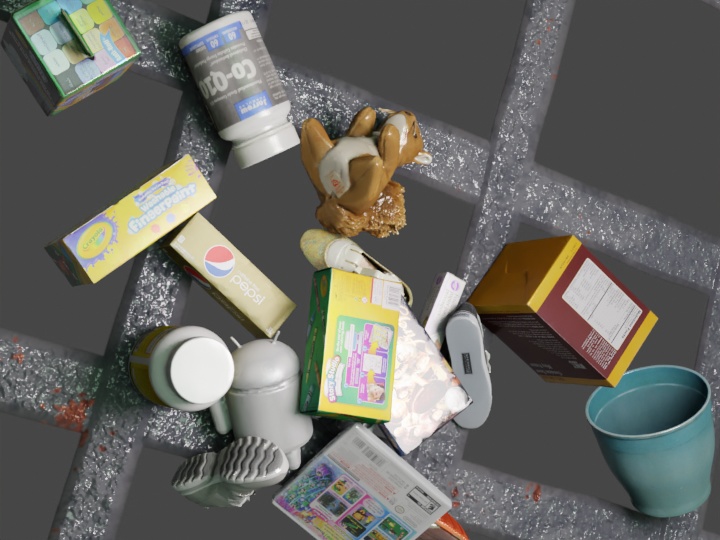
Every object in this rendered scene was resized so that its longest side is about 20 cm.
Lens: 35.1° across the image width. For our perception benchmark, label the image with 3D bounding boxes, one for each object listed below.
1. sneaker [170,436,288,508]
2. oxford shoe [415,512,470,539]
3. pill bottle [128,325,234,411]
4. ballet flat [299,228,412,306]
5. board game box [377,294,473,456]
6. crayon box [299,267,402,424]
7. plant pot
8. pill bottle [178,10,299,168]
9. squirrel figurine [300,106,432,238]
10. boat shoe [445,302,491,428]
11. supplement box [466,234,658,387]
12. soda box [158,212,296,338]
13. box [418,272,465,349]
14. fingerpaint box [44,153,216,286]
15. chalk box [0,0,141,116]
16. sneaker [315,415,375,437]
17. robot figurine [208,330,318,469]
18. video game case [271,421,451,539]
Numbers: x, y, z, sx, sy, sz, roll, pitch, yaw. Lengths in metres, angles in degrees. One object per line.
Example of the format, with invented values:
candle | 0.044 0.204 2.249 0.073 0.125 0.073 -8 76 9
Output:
sneaker | -0.166 0.285 1.567 0.082 0.199 0.075 50 45 -27
oxford shoe | 0.079 0.384 1.732 0.199 0.071 0.073 31 97 -16
pill bottle | -0.237 0.130 1.522 0.112 0.200 0.113 1 88 -23
ballet flat | 0.000 0.000 1.705 0.200 0.071 0.071 38 74 -17
board game box | 0.056 0.150 1.658 0.135 0.035 0.201 -35 92 -20
crayon box | -0.012 0.106 1.581 0.118 0.058 0.202 12 76 -29
plant pot | 0.485 0.286 1.847 0.199 0.200 0.189 -29 114 -22
pill bottle | -0.168 -0.255 1.617 0.113 0.114 0.201 -27 98 -22
squirrel figurine | 0.017 -0.148 1.695 0.186 0.141 0.201 -34 139 -45
boat shoe | 0.167 0.147 1.768 0.073 0.068 0.201 -6 113 17
supplement box | 0.308 0.066 1.765 0.200 0.197 0.133 42 73 -16
soda box | -0.188 0.010 1.621 0.200 0.068 0.064 44 72 -16
box | 0.105 0.101 1.761 0.039 0.041 0.201 27 78 -20
fingerpaint box | -0.309 -0.063 1.518 0.200 0.167 0.074 -38 102 -21
chalk box | -0.376 -0.296 1.480 0.123 0.200 0.125 -35 101 -21
sneaker | -0.003 0.157 1.691 0.114 0.075 0.201 37 74 -17
robot figurine | -0.132 0.183 1.603 0.168 0.113 0.202 -10 105 -5
video game case | 0.001 0.338 1.662 0.200 0.024 0.182 42 107 -16
